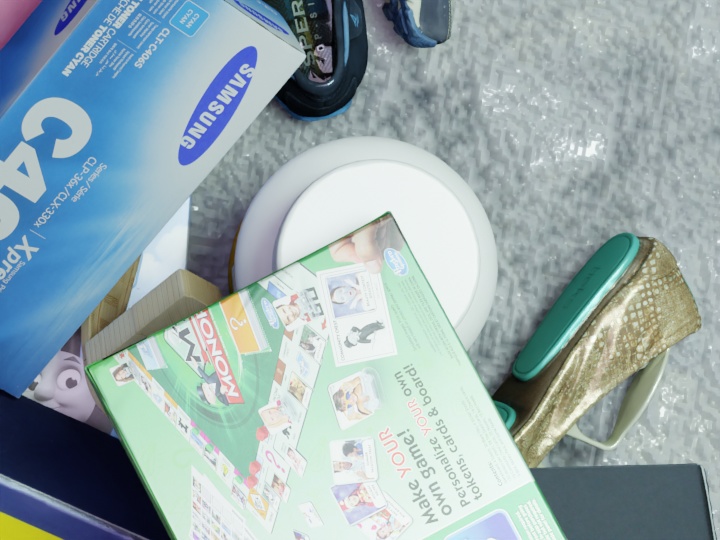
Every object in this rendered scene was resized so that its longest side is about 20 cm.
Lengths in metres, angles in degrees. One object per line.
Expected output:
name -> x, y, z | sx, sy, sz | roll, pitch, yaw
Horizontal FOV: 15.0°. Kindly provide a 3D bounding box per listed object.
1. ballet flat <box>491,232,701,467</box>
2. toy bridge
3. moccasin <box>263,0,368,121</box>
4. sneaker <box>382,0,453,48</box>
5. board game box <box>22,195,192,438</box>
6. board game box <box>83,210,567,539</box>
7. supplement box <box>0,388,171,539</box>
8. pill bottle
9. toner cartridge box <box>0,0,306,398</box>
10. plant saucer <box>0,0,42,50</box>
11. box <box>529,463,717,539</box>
ballet flat -> 0.084, 0.073, 1.254 | 0.065, 0.071, 0.200 | 44, 89, -16
toy bridge -> -0.089, 0.028, 1.168 | 0.067, 0.200, 0.027 | -37, 134, 26
moccasin -> -0.033, -0.171, 1.252 | 0.080, 0.068, 0.200 | -21, 89, -5
sneaker -> 0.053, -0.200, 1.258 | 0.085, 0.077, 0.200 | 6, 88, -8
board game box -> -0.157, 0.046, 1.250 | 0.151, 0.037, 0.200 | 3, 86, -4
board game box -> -0.001, 0.096, 1.048 | 0.135, 0.029, 0.200 | -27, 83, -7
supplement box -> -0.162, 0.168, 1.179 | 0.109, 0.109, 0.200 | 25, 102, -9
pill bottle -> 0.000, 0.000, 1.181 | 0.111, 0.200, 0.111 | 0, 88, -4
toner cartridge box -> -0.124, -0.047, 1.156 | 0.095, 0.043, 0.200 | 31, 106, -34
plant saucer -> -0.196, -0.117, 1.139 | 0.200, 0.051, 0.201 | -11, 126, -15
box -> 0.045, 0.182, 1.166 | 0.200, 0.198, 0.123 | -1, 54, -5
